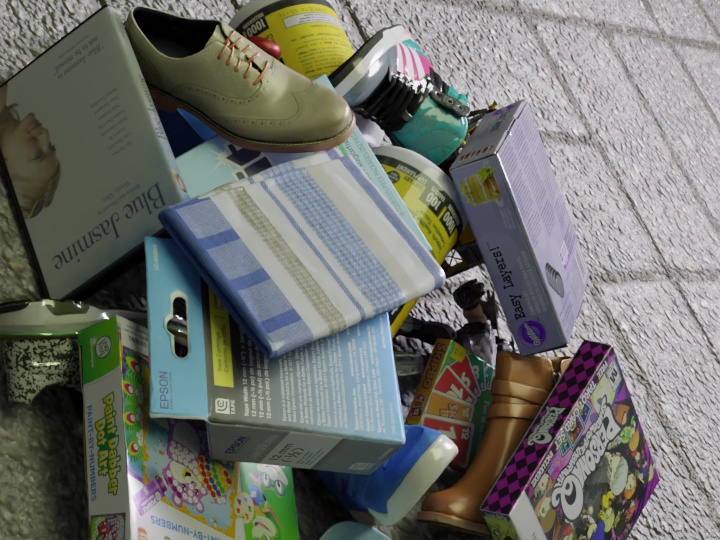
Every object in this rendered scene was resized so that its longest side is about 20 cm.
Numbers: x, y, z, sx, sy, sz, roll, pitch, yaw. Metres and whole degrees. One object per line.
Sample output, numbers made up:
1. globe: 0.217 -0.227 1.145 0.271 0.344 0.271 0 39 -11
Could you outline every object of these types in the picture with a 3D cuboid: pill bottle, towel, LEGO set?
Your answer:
1. pill bottle: 0.000 0.000 1.479 0.112 0.112 0.201 41 65 -15
2. towel: -0.040 -0.016 1.278 0.199 0.024 0.147 -22 66 -45
3. LEGO set: 0.058 -0.077 1.649 0.116 0.153 0.201 53 35 -30
4. pill bottle: -0.046 -0.157 1.620 0.112 0.112 0.201 5 54 -49

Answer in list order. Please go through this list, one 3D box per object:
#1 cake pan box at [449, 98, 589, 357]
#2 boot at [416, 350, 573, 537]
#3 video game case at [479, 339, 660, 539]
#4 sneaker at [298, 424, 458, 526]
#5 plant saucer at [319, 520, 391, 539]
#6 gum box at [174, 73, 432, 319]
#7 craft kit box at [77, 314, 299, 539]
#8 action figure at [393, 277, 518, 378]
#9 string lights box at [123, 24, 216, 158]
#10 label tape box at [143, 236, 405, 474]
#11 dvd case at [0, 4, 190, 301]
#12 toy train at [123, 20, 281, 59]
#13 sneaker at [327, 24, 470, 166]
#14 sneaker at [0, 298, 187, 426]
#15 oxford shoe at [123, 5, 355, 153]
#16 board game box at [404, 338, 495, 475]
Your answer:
1. cake pan box: 0.149 -0.043 1.561 0.200 0.052 0.186 -57 129 -66
2. boot: 0.126 0.149 1.504 0.199 0.076 0.157 2 93 -41
3. video game case: 0.187 0.195 1.508 0.200 0.036 0.182 -53 135 -32
4. sneaker: 0.002 0.138 1.354 0.111 0.200 0.077 44 72 0
5. plant saucer: 0.015 0.292 1.320 0.201 0.039 0.202 44 27 -28
6. gum box: -0.068 -0.036 1.378 0.199 0.045 0.171 -31 89 -22
7. craft kit box: -0.119 0.155 1.243 0.199 0.048 0.200 29 48 -50
8. action figure: 0.080 0.074 1.598 0.199 0.069 0.132 4 73 -40
9. string lights box: -0.158 -0.101 1.447 0.200 0.103 0.059 50 34 -3
10. label tape box: -0.073 0.064 1.263 0.198 0.066 0.145 8 58 -26
11. dvd case: -0.213 -0.086 1.328 0.018 0.142 0.201 20 42 -59
12. toy train: -0.124 -0.172 1.487 0.115 0.199 0.086 20 88 -40
13. sneaker: 0.035 -0.143 1.506 0.121 0.083 0.200 50 21 -1
14. sneaker: -0.198 0.072 1.285 0.199 0.076 0.090 10 82 -49
15. oxford shoe: -0.098 -0.149 1.342 0.198 0.074 0.071 17 54 7
16. board game box: 0.124 0.149 1.571 0.199 0.030 0.096 35 70 -37
